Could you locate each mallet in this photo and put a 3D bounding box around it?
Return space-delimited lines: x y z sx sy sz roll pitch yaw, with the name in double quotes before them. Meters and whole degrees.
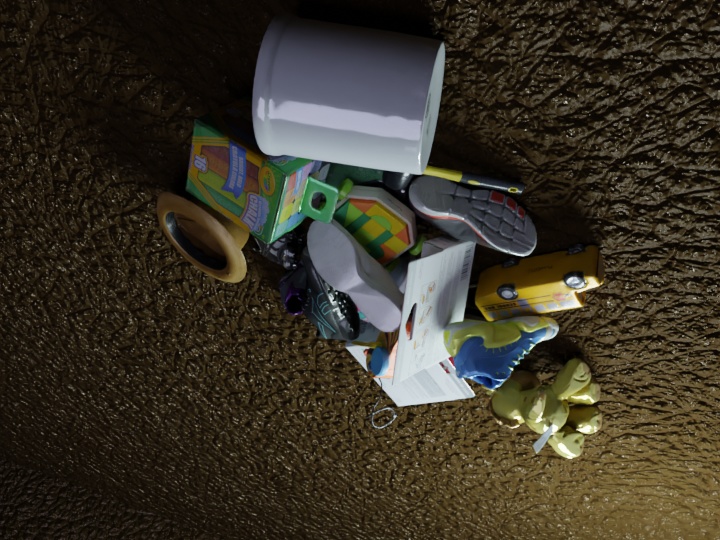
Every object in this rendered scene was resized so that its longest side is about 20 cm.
"mallet" 0.126 -0.124 0.960 0.199 0.041 0.066 14 140 -18

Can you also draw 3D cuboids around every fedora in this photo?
"fedora" -0.251 -0.071 1.173 0.200 0.082 0.201 29 146 21

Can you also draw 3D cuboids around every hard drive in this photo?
"hard drive" 0.005 -0.112 1.059 0.139 0.038 0.201 12 142 12

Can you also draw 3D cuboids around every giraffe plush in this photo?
"giraffe plush" 0.312 0.242 1.257 0.162 0.199 0.174 9 114 53

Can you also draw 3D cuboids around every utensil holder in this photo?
"utensil holder" -0.009 -0.210 0.845 0.199 0.171 0.171 11 141 10

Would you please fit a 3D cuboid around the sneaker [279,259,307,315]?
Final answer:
"sneaker" -0.121 0.048 1.251 0.074 0.088 0.200 29 151 -3

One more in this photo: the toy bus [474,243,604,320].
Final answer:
"toy bus" 0.275 0.022 1.071 0.199 0.065 0.078 -13 131 36

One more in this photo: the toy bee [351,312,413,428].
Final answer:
"toy bee" 0.035 0.142 1.169 0.131 0.109 0.200 29 103 -32

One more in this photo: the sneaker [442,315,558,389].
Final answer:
"sneaker" 0.220 0.127 1.081 0.199 0.106 0.076 -2 170 -18

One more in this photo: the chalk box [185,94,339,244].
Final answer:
"chalk box" -0.123 -0.131 0.969 0.199 0.124 0.125 32 131 15

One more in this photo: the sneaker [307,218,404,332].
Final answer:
"sneaker" 0.000 0.000 1.049 0.075 0.088 0.200 -38 91 28

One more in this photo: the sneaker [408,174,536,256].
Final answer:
"sneaker" 0.160 -0.077 1.019 0.199 0.077 0.082 27 163 0

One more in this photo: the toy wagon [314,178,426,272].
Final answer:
"toy wagon" -0.001 -0.053 1.071 0.155 0.040 0.200 35 140 -17

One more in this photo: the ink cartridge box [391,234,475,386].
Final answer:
"ink cartridge box" 0.098 0.055 1.047 0.043 0.173 0.201 23 117 37

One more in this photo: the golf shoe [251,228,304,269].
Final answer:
"golf shoe" -0.143 -0.079 1.137 0.094 0.078 0.201 16 141 6

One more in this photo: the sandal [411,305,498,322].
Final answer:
"sandal" 0.168 0.093 1.174 0.198 0.082 0.055 10 100 -4

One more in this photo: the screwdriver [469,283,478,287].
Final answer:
"screwdriver" 0.125 0.042 1.205 0.199 0.028 0.029 -12 161 26

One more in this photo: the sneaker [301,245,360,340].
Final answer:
"sneaker" -0.063 0.044 1.115 0.079 0.076 0.201 -8 130 17

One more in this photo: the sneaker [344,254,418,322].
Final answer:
"sneaker" 0.006 0.014 1.178 0.120 0.084 0.200 22 144 -17

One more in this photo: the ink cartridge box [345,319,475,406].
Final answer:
"ink cartridge box" 0.102 0.157 1.297 0.175 0.084 0.200 -13 131 33
